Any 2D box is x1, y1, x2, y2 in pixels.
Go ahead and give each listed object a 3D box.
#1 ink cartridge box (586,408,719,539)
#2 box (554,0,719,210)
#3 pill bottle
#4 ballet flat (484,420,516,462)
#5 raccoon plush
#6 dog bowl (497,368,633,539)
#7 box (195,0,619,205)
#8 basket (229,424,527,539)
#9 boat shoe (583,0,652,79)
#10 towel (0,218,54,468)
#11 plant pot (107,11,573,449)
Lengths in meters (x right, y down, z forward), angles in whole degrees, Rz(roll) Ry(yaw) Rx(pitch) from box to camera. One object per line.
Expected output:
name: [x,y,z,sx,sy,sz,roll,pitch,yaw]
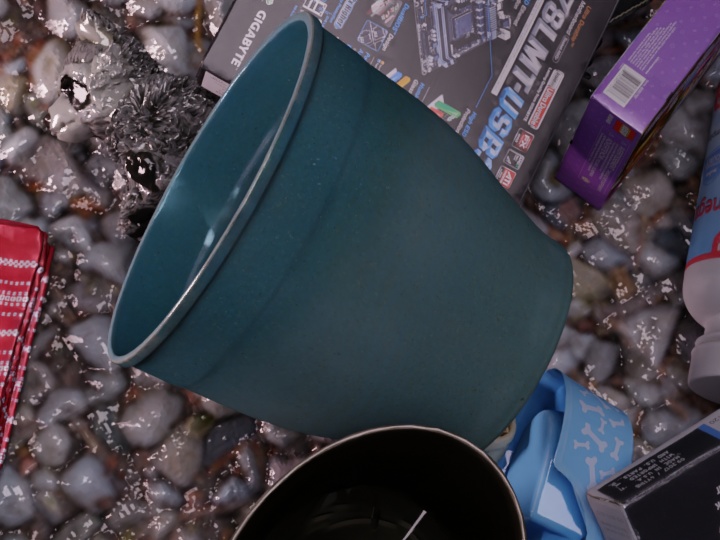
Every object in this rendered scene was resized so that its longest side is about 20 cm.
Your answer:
ink cartridge box: [0.245,0.159,0.959,0.198,0.043,0.201,-29,110,-15]
box: [0.197,-0.141,1.044,0.039,0.137,0.200,37,76,8]
pill bottle: [0.250,-0.021,1.028,0.108,0.109,0.201,13,74,0]
ballet flat: [0.047,0.020,1.027,0.069,0.070,0.201,-15,76,-7]
raccoon plush: [-0.088,-0.095,1.054,0.199,0.097,0.135,-7,65,-24]
dog bowl: [0.101,0.157,0.973,0.049,0.111,0.201,19,74,-9]
box: [0.037,-0.151,1.001,0.198,0.050,0.201,28,81,-8]
basket: [-0.003,0.175,0.908,0.136,0.200,0.181,38,79,5]
boat shoe: [0.107,-0.130,1.074,0.199,0.074,0.066,-29,106,-20]
towel: [-0.270,0.058,1.020,0.144,0.022,0.201,11,74,0]
plant pot: [0.000,0.000,0.901,0.187,0.200,0.201,29,74,-16]
